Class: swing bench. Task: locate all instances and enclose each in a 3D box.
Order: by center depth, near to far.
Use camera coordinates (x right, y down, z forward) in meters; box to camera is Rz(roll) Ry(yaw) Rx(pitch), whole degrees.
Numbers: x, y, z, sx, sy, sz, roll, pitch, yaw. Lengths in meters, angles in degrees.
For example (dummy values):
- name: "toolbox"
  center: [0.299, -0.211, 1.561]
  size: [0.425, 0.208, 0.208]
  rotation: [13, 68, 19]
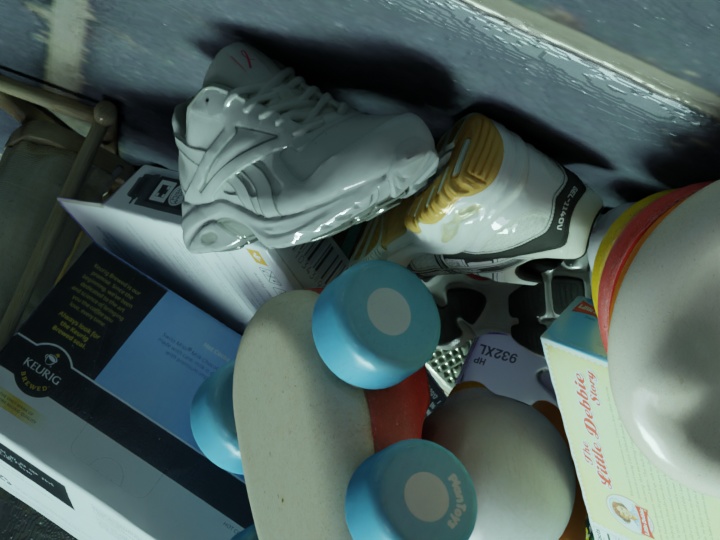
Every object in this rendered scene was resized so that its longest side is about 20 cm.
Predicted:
- name: "swing bench"
  center: [-0.223, -0.005, 1.438]
  size: [0.129, 0.199, 0.200]
  rotation: [21, 169, 15]

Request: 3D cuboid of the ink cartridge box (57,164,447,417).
- name: "ink cartridge box"
  center: [-0.057, 0.022, 1.310]
  size: [0.200, 0.043, 0.198]
  rotation: [13, 148, 47]

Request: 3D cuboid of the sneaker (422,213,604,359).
- name: "sneaker"
  center: [0.106, 0.004, 1.204]
  size: [0.083, 0.081, 0.200]
  rotation: [-6, -174, -41]

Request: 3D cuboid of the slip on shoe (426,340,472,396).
- name: "slip on shoe"
  center: [0.091, 0.061, 1.466]
  size: [0.200, 0.074, 0.061]
  rotation: [27, 172, -42]

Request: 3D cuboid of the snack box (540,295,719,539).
- name: "snack box"
  center: [0.163, 0.111, 1.130]
  size: [0.116, 0.037, 0.200]
  rotation: [21, 143, 39]

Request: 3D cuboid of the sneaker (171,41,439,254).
- name: "sneaker"
  center: [-0.041, -0.064, 1.094]
  size: [0.200, 0.078, 0.100]
  rotation: [-8, 103, 54]

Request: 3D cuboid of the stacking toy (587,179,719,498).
- name: "stacking toy"
  center: [0.149, 0.006, 1.019]
  size: [0.146, 0.146, 0.200]
  rotation: [28, -174, -22]

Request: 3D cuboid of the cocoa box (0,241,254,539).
- name: "cocoa box"
  center: [-0.111, 0.104, 1.324]
  size: [0.200, 0.131, 0.133]
  rotation: [32, 160, 16]

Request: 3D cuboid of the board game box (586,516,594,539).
- name: "board game box"
  center: [0.229, 0.135, 1.287]
  size: [0.199, 0.024, 0.105]
  rotation: [-3, 157, -9]

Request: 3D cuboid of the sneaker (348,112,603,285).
- name: "sneaker"
  center: [0.056, -0.018, 1.136]
  size: [0.087, 0.076, 0.200]
  rotation: [26, 169, -11]

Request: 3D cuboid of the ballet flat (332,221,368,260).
- name: "ballet flat"
  center: [0.000, 0.000, 1.342]
  size: [0.068, 0.073, 0.200]
  rotation: [20, 169, 5]

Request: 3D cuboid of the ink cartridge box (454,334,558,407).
- name: "ink cartridge box"
  center: [0.169, 0.081, 1.351]
  size: [0.145, 0.084, 0.200]
  rotation: [16, 167, 32]

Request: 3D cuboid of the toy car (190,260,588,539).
- name: "toy car"
  center: [0.041, 0.095, 1.187]
  size: [0.199, 0.178, 0.184]
  rotation: [-1, 160, -30]
